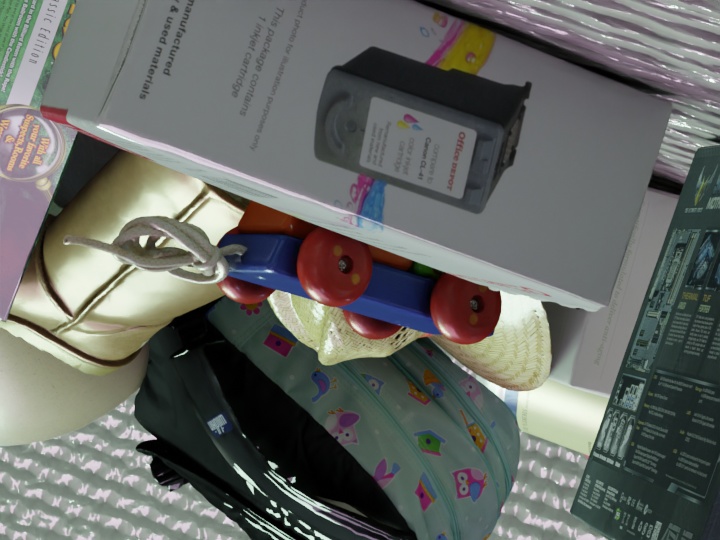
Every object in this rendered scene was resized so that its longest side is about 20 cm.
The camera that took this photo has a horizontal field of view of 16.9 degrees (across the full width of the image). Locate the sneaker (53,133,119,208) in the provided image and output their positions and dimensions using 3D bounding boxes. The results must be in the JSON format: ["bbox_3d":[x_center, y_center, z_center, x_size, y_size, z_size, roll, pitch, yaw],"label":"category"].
[{"bbox_3d":[-0.173,-0.096,1.234,0.200,0.072,0.072,45,-175,13],"label":"sneaker"}]

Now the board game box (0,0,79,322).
[{"bbox_3d":[-0.172,-0.071,1.050,0.104,0.201,0.024,21,-144,-9],"label":"board game box"}]

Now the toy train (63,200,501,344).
[{"bbox_3d":[-0.024,-0.043,1.018,0.199,0.117,0.084,17,171,-33],"label":"toy train"}]

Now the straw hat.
[{"bbox_3d":[0.000,0.000,1.166,0.201,0.085,0.202,45,159,23],"label":"straw hat"}]

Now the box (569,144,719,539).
[{"bbox_3d":[0.139,0.033,0.869,0.051,0.159,0.200,19,178,-7],"label":"box"}]

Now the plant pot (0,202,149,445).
[{"bbox_3d":[-0.199,-0.024,1.312,0.199,0.201,0.135,19,158,22],"label":"plant pot"}]

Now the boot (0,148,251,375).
[{"bbox_3d":[-0.129,-0.030,1.131,0.174,0.067,0.200,24,149,-24],"label":"boot"}]

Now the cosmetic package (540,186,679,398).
[{"bbox_3d":[0.099,-0.002,1.258,0.084,0.108,0.200,14,-179,-30],"label":"cosmetic package"}]

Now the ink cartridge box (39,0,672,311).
[{"bbox_3d":[-0.007,-0.059,0.902,0.199,0.086,0.148,19,179,-17],"label":"ink cartridge box"}]

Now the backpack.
[{"bbox_3d":[-0.017,0.084,1.283,0.200,0.127,0.167,38,153,16],"label":"backpack"}]

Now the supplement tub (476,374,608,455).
[{"bbox_3d":[0.182,0.051,1.435,0.199,0.146,0.145,20,179,15],"label":"supplement tub"}]

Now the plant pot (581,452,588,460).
[{"bbox_3d":[0.216,0.079,1.605,0.179,0.201,0.200,36,-175,20],"label":"plant pot"}]
